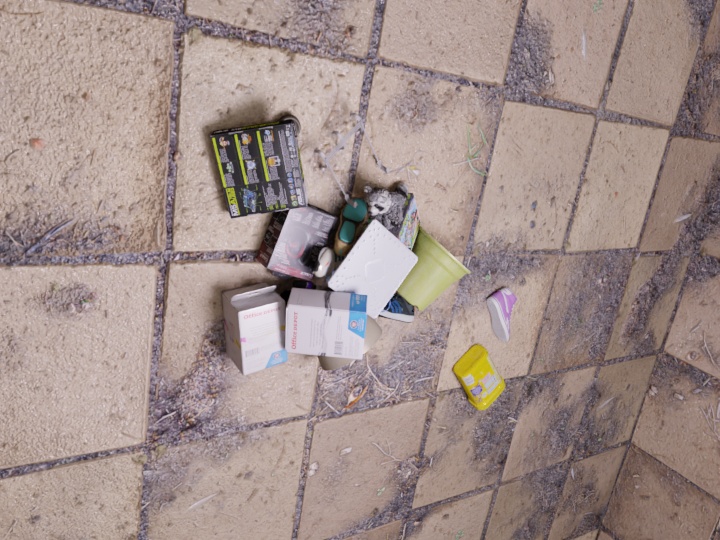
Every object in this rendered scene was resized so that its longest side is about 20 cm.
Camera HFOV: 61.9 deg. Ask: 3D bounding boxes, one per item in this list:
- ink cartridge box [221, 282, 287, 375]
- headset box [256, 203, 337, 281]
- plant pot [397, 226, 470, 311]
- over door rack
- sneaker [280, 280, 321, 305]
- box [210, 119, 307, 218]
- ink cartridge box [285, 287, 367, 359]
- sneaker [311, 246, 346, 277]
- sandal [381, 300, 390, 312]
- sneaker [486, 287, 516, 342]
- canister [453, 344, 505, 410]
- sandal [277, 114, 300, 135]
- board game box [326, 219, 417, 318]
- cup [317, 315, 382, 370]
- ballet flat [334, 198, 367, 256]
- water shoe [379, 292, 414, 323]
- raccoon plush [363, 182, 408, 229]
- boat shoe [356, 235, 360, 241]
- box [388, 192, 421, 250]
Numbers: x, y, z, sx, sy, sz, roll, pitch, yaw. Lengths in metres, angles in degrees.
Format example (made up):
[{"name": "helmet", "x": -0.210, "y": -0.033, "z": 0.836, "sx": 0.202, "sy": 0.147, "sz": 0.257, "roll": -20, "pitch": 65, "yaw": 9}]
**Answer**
[{"name": "ink cartridge box", "x": -0.268, "y": 0.132, "z": 1.518, "sx": 0.126, "sy": 0.125, "sz": 0.205, "roll": -13, "pitch": 117, "yaw": -30}, {"name": "headset box", "x": -0.166, "y": -0.073, "z": 1.533, "sx": 0.146, "sy": 0.075, "sz": 0.204, "roll": 16, "pitch": 100, "yaw": -39}, {"name": "plant pot", "x": 0.190, "y": 0.008, "z": 1.761, "sx": 0.185, "sy": 0.201, "sz": 0.199, "roll": -49, "pitch": 130, "yaw": 7}, {"name": "over door rack", "x": -0.026, "y": -0.285, "z": 1.550, "sx": 0.148, "sy": 0.066, "sz": 0.201, "roll": -47, "pitch": 134, "yaw": -10}, {"name": "sneaker", "x": -0.180, "y": 0.102, "z": 1.599, "sx": 0.097, "sy": 0.070, "sz": 0.203, "roll": 20, "pitch": 122, "yaw": -12}, {"name": "box", "x": -0.230, "y": -0.232, "z": 1.387, "sx": 0.188, "sy": 0.048, "sz": 0.204, "roll": -8, "pitch": 117, "yaw": 3}, {"name": "ink cartridge box", "x": -0.084, "y": 0.133, "z": 1.499, "sx": 0.194, "sy": 0.087, "sz": 0.150, "roll": 7, "pitch": 122, "yaw": 0}, {"name": "sneaker", "x": -0.058, "y": -0.011, "z": 1.556, "sx": 0.072, "sy": 0.092, "sz": 0.199, "roll": -67, "pitch": 169, "yaw": 9}, {"name": "sandal", "x": 0.041, "y": 0.045, "z": 1.639, "sx": 0.080, "sy": 0.086, "sz": 0.202, "roll": -51, "pitch": 152, "yaw": -29}, {"name": "sneaker", "x": 0.517, "y": 0.153, "z": 2.117, "sx": 0.113, "sy": 0.072, "sz": 0.204, "roll": -33, "pitch": 125, "yaw": -22}, {"name": "canister", "x": 0.423, "y": 0.379, "z": 2.138, "sx": 0.148, "sy": 0.086, "sz": 0.202, "roll": -42, "pitch": 126, "yaw": -13}, {"name": "sandal", "x": -0.208, "y": -0.281, "z": 1.427, "sx": 0.201, "sy": 0.054, "sz": 0.082, "roll": -48, "pitch": 128, "yaw": -3}, {"name": "board game box", "x": 0.031, "y": -0.003, "z": 1.544, "sx": 0.199, "sy": 0.026, "sz": 0.202, "roll": 37, "pitch": 90, "yaw": -38}, {"name": "cup", "x": -0.058, "y": 0.157, "z": 1.656, "sx": 0.198, "sy": 0.200, "sz": 0.145, "roll": -35, "pitch": 101, "yaw": -17}, {"name": "ballet flat", "x": -0.032, "y": -0.115, "z": 1.582, "sx": 0.067, "sy": 0.202, "sz": 0.064, "roll": 24, "pitch": 133, "yaw": -1}, {"name": "water shoe", "x": 0.088, "y": 0.104, "z": 1.805, "sx": 0.198, "sy": 0.070, "sz": 0.081, "roll": 17, "pitch": 81, "yaw": -45}, {"name": "raccoon plush", "x": 0.064, "y": -0.208, "z": 1.606, "sx": 0.136, "sy": 0.094, "sz": 0.203, "roll": 73, "pitch": 23, "yaw": -44}, {"name": "boat shoe", "x": 0.000, "y": 0.000, "z": 1.683, "sx": 0.072, "sy": 0.074, "sz": 0.205, "roll": -9, "pitch": 121, "yaw": -38}, {"name": "box", "x": 0.119, "y": -0.107, "z": 1.668, "sx": 0.111, "sy": 0.034, "sz": 0.203, "roll": 68, "pitch": 34, "yaw": -43}]
